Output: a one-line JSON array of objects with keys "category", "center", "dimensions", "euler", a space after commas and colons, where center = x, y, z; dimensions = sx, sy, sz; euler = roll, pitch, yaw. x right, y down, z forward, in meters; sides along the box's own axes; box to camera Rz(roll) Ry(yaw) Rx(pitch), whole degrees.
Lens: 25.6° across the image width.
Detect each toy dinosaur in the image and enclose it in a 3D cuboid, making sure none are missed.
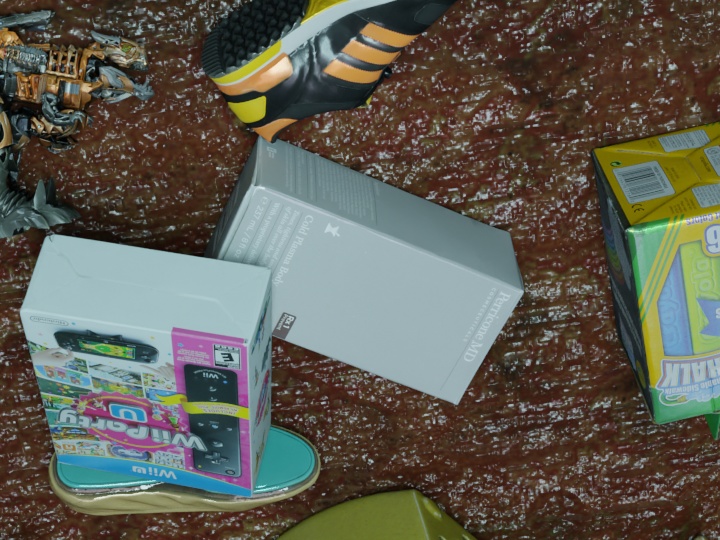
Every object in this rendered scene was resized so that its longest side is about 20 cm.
[{"category": "toy dinosaur", "center": [-0.230, -0.091, 1.019], "dimensions": [0.198, 0.102, 0.137], "euler": [-11, 96, 17]}]

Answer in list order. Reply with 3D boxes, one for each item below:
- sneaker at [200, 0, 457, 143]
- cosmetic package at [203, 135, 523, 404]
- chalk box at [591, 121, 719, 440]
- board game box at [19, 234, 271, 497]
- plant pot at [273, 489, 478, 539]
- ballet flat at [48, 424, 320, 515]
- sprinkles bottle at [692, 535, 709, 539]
[{"category": "sneaker", "center": [0.001, -0.151, 1.013], "dimensions": [0.199, 0.070, 0.090], "euler": [-25, 133, 9]}, {"category": "cosmetic package", "center": [0.000, 0.000, 1.077], "dimensions": [0.198, 0.090, 0.107], "euler": [21, 117, -11]}, {"category": "chalk box", "center": [0.240, 0.017, 1.085], "dimensions": [0.122, 0.125, 0.202], "euler": [-13, 120, 3]}, {"category": "board game box", "center": [-0.135, 0.067, 1.055], "dimensions": [0.146, 0.065, 0.201], "euler": [9, 146, 4]}, {"category": "plant pot", "center": [0.018, 0.283, 1.180], "dimensions": [0.195, 0.195, 0.200], "euler": [40, 103, -23]}, {"category": "ballet flat", "center": [-0.128, 0.149, 1.171], "dimensions": [0.198, 0.069, 0.063], "euler": [1, 147, -2]}, {"category": "sprinkles bottle", "center": [0.203, 0.286, 1.259], "dimensions": [0.199, 0.068, 0.068], "euler": [-32, 116, 12]}]
